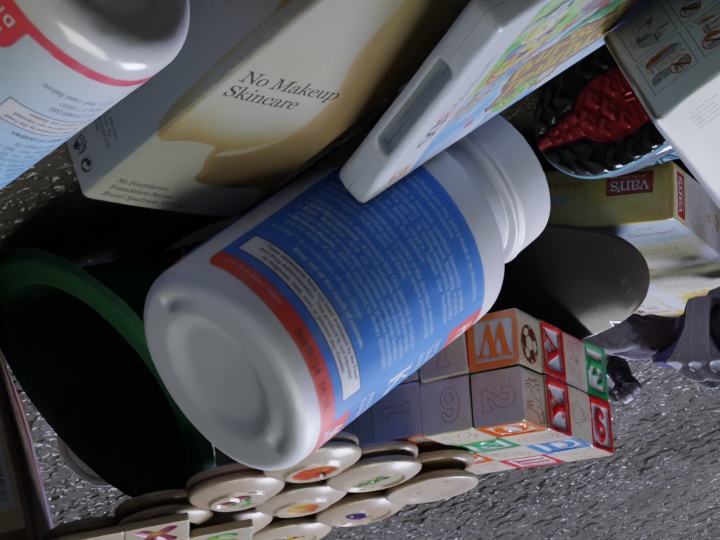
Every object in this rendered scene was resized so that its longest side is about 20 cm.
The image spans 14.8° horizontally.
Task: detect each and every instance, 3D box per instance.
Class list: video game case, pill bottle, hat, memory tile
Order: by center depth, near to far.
[{"bbox_3d":[-0.174,-0.084,1.170,0.199,0.109,0.108,-34,152,31],"label":"pill bottle"},{"bbox_3d":[0.094,-0.120,1.275,0.200,0.022,0.182,-35,173,-29],"label":"video game case"},{"bbox_3d":[0.000,0.000,1.352,0.200,0.112,0.112,-36,168,-32],"label":"pill bottle"},{"bbox_3d":[-0.051,0.125,1.443,0.199,0.017,0.153,-23,158,32],"label":"memory tile"},{"bbox_3d":[-0.074,0.014,1.486,0.176,0.166,0.199,-39,-152,-29],"label":"hat"}]

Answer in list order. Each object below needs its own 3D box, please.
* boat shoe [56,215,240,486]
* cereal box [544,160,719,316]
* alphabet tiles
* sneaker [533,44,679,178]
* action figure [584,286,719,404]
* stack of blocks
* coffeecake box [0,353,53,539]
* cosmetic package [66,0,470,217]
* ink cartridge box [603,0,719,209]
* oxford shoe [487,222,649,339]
[{"bbox_3d":[-0.094,0.038,1.549,0.200,0.074,0.066,-56,171,27],"label":"boat shoe"},{"bbox_3d":[0.144,-0.014,1.590,0.143,0.040,0.200,-5,163,24],"label":"cereal box"},{"bbox_3d":[-0.139,0.168,1.466,0.165,0.006,0.200,-11,159,-8],"label":"alphabet tiles"},{"bbox_3d":[0.187,-0.105,1.456,0.199,0.080,0.096,-17,174,8],"label":"sneaker"},{"bbox_3d":[0.142,0.039,1.581,0.199,0.070,0.130,-2,174,33],"label":"action figure"},{"bbox_3d":[0.020,0.076,1.477,0.199,0.059,0.115,-12,163,27],"label":"stack of blocks"},{"bbox_3d":[-0.216,0.111,1.511,0.073,0.154,0.200,-15,157,-4],"label":"coffeecake box"},{"bbox_3d":[-0.039,-0.106,1.265,0.105,0.072,0.200,6,147,-44],"label":"cosmetic package"},{"bbox_3d":[0.250,-0.096,1.347,0.199,0.084,0.176,-36,126,9],"label":"ink cartridge box"},{"bbox_3d":[0.057,0.003,1.509,0.198,0.072,0.071,-4,-163,5],"label":"oxford shoe"}]
